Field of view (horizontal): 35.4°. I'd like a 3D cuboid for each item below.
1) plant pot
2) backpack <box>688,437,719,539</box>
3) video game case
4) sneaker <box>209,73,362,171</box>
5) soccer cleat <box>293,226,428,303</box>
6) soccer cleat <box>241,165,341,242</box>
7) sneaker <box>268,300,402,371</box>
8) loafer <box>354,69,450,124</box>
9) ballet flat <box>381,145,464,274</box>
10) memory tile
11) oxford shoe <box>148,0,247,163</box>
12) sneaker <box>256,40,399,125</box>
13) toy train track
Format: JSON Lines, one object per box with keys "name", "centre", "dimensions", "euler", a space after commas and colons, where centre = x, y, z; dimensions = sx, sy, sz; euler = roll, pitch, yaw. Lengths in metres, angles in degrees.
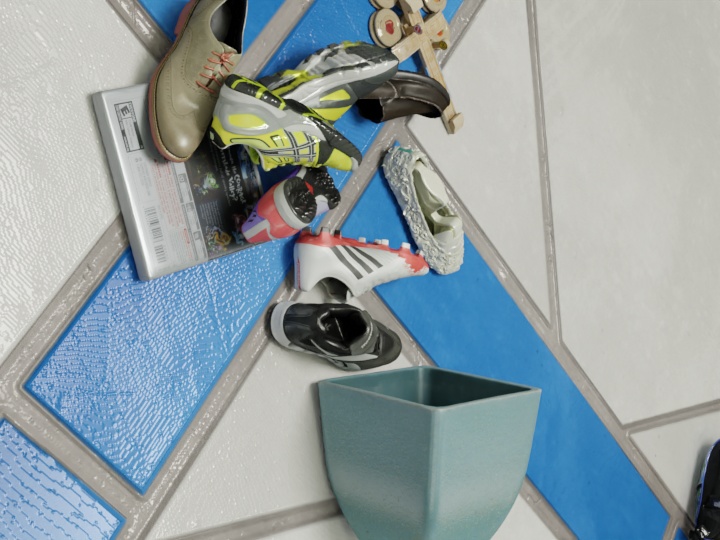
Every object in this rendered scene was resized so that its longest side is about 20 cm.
{"name": "plant pot", "centre": [0.080, 0.233, 1.348], "dimensions": [0.196, 0.196, 0.200], "euler": [-4, 97, -45]}
{"name": "backpack", "centre": [0.668, 0.387, 1.928], "dimensions": [0.147, 0.183, 0.200], "euler": [52, 46, -57]}
{"name": "video game case", "centre": [-0.187, -0.107, 1.223], "dimensions": [0.182, 0.023, 0.200], "euler": [-21, 100, -44]}
{"name": "sneaker", "centre": [-0.082, -0.144, 1.226], "dimensions": [0.200, 0.075, 0.076], "euler": [22, 105, -40]}
{"name": "soccer cleat", "centre": [0.000, 0.000, 1.374], "dimensions": [0.200, 0.069, 0.085], "euler": [10, 88, -41]}
{"name": "soccer cleat", "centre": [-0.077, -0.079, 1.284], "dimensions": [0.068, 0.073, 0.200], "euler": [59, 18, -8]}
{"name": "sneaker", "centre": [-0.009, 0.079, 1.335], "dimensions": [0.200, 0.090, 0.067], "euler": [19, 74, -42]}
{"name": "loafer", "centre": [0.026, -0.216, 1.417], "dimensions": [0.200, 0.073, 0.072], "euler": [10, 83, -34]}
{"name": "ballet flat", "centre": [0.093, -0.074, 1.469], "dimensions": [0.072, 0.072, 0.200], "euler": [-50, 121, -35]}
{"name": "memory tile", "centre": [0.062, -0.393, 1.498], "dimensions": [0.153, 0.017, 0.200], "euler": [-7, 91, -45]}
{"name": "oxford shoe", "centre": [-0.167, -0.210, 1.184], "dimensions": [0.070, 0.075, 0.200], "euler": [24, 67, -39]}
{"name": "sneaker", "centre": [-0.045, -0.203, 1.317], "dimensions": [0.200, 0.074, 0.085], "euler": [-23, 133, -18]}
{"name": "toy train track", "centre": [0.103, -0.274, 1.501], "dimensions": [0.115, 0.032, 0.200], "euler": [-44, 124, -34]}
